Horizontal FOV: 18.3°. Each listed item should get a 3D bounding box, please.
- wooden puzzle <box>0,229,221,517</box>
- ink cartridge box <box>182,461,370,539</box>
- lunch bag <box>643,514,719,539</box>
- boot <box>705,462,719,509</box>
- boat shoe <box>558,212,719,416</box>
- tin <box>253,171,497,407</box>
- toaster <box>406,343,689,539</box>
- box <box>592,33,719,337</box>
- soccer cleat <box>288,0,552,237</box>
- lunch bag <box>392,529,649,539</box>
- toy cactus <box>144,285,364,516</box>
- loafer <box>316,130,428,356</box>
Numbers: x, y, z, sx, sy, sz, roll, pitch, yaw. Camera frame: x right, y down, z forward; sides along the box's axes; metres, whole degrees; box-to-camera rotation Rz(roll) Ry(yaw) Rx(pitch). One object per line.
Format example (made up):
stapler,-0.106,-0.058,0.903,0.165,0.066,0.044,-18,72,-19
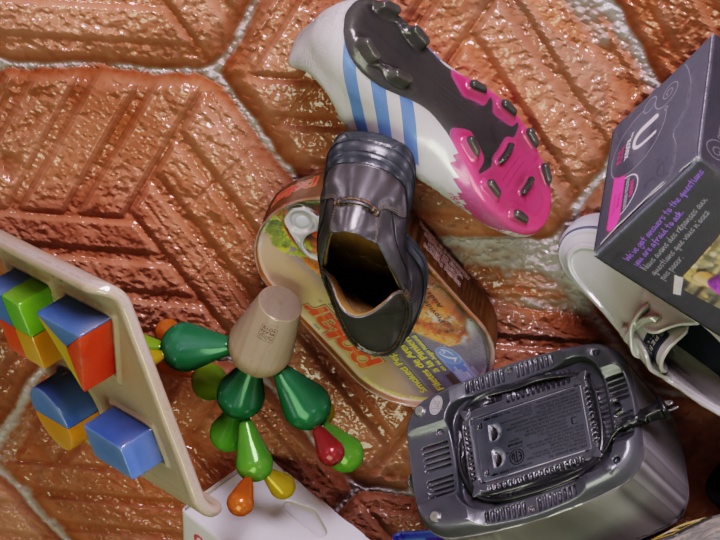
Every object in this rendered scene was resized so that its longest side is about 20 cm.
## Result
wooden puzzle,-0.188,0.073,1.522,0.185,0.046,0.201,22,141,52
ink cartridge box,-0.056,0.261,1.678,0.145,0.087,0.201,35,140,30
lunch bag,0.247,0.225,1.494,0.199,0.118,0.164,25,146,-33
boot,0.344,0.153,1.535,0.199,0.073,0.144,-21,122,33
boat shoe,0.202,0.035,1.417,0.199,0.065,0.074,32,131,20
tin,0.012,0.014,1.509,0.112,0.042,0.200,-26,121,27
toaster,0.138,0.128,1.514,0.199,0.114,0.129,-21,149,21
box,0.253,-0.026,1.355,0.199,0.123,0.106,32,132,-15
soccer cleat,0.038,-0.093,1.395,0.200,0.070,0.086,45,145,-25
lunch bag,0.145,0.240,1.634,0.199,0.094,0.151,-18,139,21
toy cactus,-0.085,0.076,1.534,0.199,0.102,0.165,33,137,7
loafer,0.000,0.000,1.413,0.072,0.073,0.200,8,145,13
